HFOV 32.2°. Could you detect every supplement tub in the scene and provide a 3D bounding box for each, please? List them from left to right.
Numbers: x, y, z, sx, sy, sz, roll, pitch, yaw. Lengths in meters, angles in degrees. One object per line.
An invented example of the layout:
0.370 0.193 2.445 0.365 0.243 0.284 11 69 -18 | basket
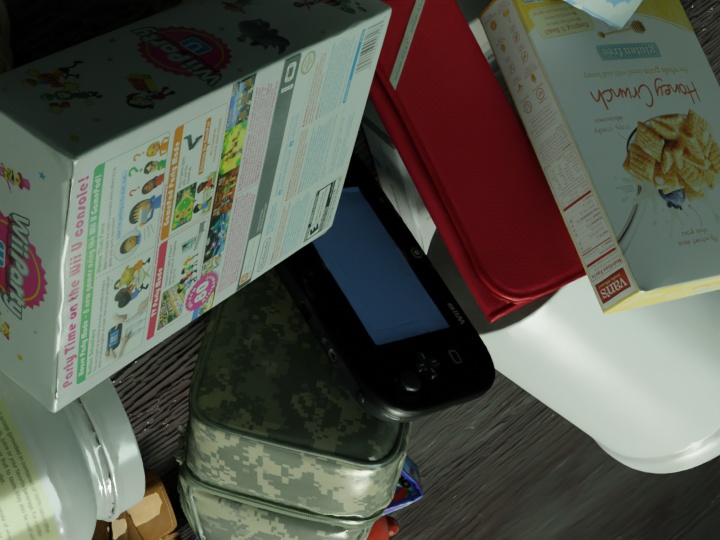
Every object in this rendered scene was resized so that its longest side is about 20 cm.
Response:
-0.232 0.115 0.662 0.200 0.145 0.145 -25 146 -28 | supplement tub

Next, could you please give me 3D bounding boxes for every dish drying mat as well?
0.060 -0.074 0.723 0.077 0.200 0.018 -25 173 -19 | dish drying mat

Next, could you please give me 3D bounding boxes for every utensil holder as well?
0.166 0.021 0.847 0.200 0.170 0.170 34 103 -32 | utensil holder

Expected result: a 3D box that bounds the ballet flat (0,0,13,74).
-0.215 -0.040 0.561 0.069 0.069 0.200 8 124 -54 | ballet flat

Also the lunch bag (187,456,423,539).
-0.056 0.187 1.000 0.200 0.094 0.151 -33 176 -1 | lunch bag

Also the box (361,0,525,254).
0.077 -0.115 0.843 0.156 0.041 0.200 -39 150 -9 | box

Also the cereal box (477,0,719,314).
0.167 -0.080 0.747 0.144 0.200 0.040 -11 162 -35 | cereal box

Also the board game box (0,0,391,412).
-0.083 -0.046 0.582 0.200 0.064 0.148 -36 152 -43 | board game box

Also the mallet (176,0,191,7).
-0.086 -0.125 0.587 0.200 0.041 0.066 -49 153 -23 | mallet

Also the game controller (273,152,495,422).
0.000 0.000 0.742 0.104 0.200 0.042 -16 154 -36 | game controller

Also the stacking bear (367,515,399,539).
-0.053 0.269 1.126 0.200 0.121 0.114 -30 125 -40 | stacking bear

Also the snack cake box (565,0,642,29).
0.075 -0.202 0.650 0.200 0.115 0.067 7 125 -53 | snack cake box

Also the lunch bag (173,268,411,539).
-0.040 0.092 0.807 0.139 0.200 0.168 10 135 -1 | lunch bag

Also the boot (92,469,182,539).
-0.209 0.239 0.944 0.155 0.077 0.200 -31 142 -28 | boot
